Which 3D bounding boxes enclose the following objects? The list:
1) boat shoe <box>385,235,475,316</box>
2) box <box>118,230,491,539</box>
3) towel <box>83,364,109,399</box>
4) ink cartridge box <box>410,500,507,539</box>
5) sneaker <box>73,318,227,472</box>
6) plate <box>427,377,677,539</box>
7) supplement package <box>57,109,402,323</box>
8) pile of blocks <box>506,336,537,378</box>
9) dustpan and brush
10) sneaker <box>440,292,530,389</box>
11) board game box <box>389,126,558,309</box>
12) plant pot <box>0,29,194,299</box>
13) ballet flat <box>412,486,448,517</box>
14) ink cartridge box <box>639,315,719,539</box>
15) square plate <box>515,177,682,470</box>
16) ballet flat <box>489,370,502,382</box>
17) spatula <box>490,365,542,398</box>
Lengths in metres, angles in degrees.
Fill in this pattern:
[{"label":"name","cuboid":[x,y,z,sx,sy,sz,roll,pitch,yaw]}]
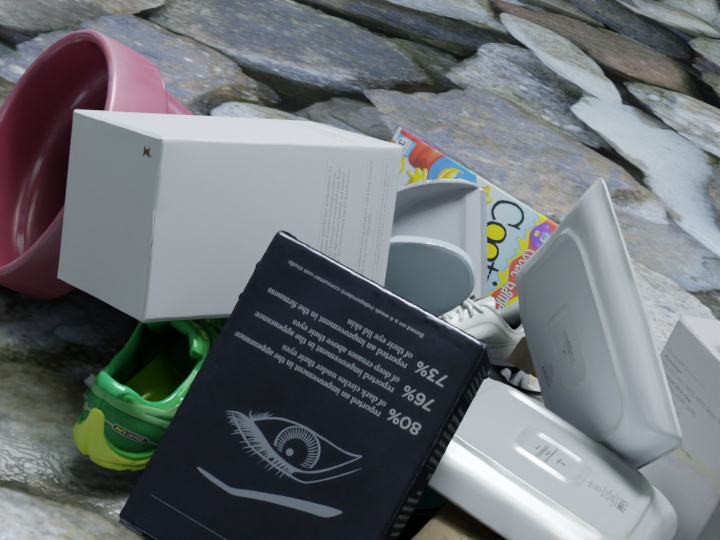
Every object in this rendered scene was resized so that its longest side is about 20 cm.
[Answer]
[{"label":"boat shoe","cuboid":[0.000,0.000,1.259,0.199,0.071,0.091,-7,17,13]},{"label":"box","cuboid":[-0.029,0.102,0.929,0.147,0.201,0.104,29,-4,10]},{"label":"towel","cuboid":[-0.081,0.084,1.106,0.152,0.023,0.200,34,39,23]},{"label":"ink cartridge box","cuboid":[0.108,0.238,0.947,0.199,0.075,0.165,32,26,16]},{"label":"sneaker","cuboid":[-0.110,0.062,1.031,0.074,0.084,0.200,30,38,18]},{"label":"plate","cuboid":[0.124,0.137,1.045,0.199,0.032,0.199,33,18,13]},{"label":"supplement package","cuboid":[-0.089,-0.040,1.049,0.199,0.122,0.119,-1,14,-40]},{"label":"pile of blocks","cuboid":[0.213,0.090,1.305,0.199,0.062,0.082,26,12,-37]},{"label":"dustpan and brush","cuboid":[0.011,-0.012,1.364,0.199,0.141,0.057,-2,-11,14]},{"label":"sneaker","cuboid":[0.070,0.054,1.289,0.199,0.081,0.075,4,32,-35]},{"label":"board game box","cuboid":[0.103,-0.033,1.432,0.199,0.105,0.103,33,4,21]},{"label":"plant pot","cuboid":[-0.178,-0.056,1.176,0.178,0.200,0.200,27,18,-36]},{"label":"ballet flat","cuboid":[0.064,0.149,1.111,0.199,0.071,0.071,10,27,-28]},{"label":"ink cartridge box","cuboid":[0.289,0.136,1.167,0.128,0.201,0.125,8,29,-30]},{"label":"square plate","cuboid":[0.168,0.059,1.150,0.028,0.198,0.201,-9,73,-15]},{"label":"ballet flat","cuboid":[0.031,0.114,1.187,0.199,0.057,0.067,-4,62,-38]},{"label":"spatula","cuboid":[0.134,0.095,1.269,0.199,0.021,0.057,30,14,-21]}]
